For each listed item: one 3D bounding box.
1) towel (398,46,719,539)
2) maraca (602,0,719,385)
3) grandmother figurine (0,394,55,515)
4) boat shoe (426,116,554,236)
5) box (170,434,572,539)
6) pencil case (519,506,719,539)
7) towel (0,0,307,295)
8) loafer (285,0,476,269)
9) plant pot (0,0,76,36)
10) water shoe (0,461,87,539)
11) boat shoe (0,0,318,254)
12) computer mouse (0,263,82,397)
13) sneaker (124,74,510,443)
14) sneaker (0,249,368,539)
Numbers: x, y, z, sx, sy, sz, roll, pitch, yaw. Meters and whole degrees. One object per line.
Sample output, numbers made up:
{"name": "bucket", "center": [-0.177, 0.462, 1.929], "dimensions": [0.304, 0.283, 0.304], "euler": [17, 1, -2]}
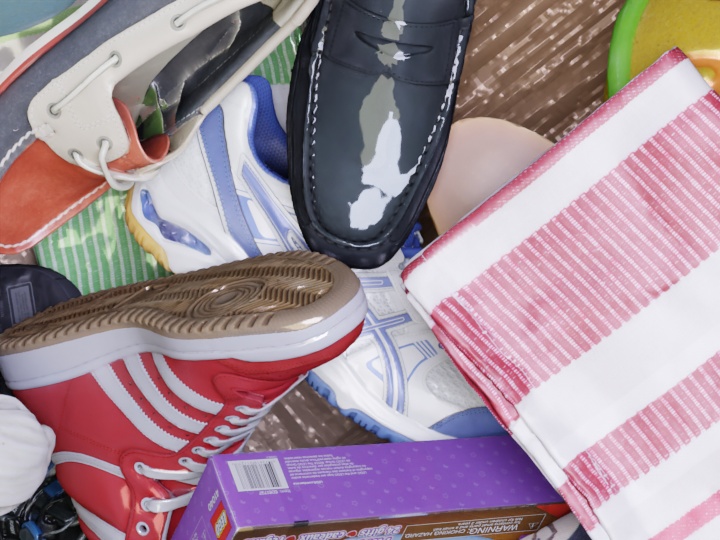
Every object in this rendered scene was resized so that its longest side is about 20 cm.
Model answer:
{"name": "towel", "center": [0.126, 0.036, 1.083], "dimensions": [0.144, 0.023, 0.200], "euler": [-39, 84, 9]}
{"name": "maraca", "center": [0.163, -0.030, 1.141], "dimensions": [0.107, 0.137, 0.201], "euler": [-34, 70, 55]}
{"name": "grandmother figurine", "center": [-0.177, 0.025, 1.168], "dimensions": [0.060, 0.200, 0.122], "euler": [-18, 137, -16]}
{"name": "boat shoe", "center": [0.103, 0.013, 1.200], "dimensions": [0.070, 0.070, 0.200], "euler": [-45, 93, 5]}
{"name": "box", "center": [0.013, 0.125, 1.183], "dimensions": [0.199, 0.039, 0.137], "euler": [-2, 140, -27]}
{"name": "pencil case", "center": [0.104, 0.135, 1.142], "dimensions": [0.200, 0.078, 0.090], "euler": [-28, 125, 5]}
{"name": "towel", "center": [-0.084, -0.065, 1.234], "dimensions": [0.152, 0.023, 0.201], "euler": [-12, 104, 13]}
{"name": "loafer", "center": [0.011, -0.101, 1.142], "dimensions": [0.068, 0.070, 0.201], "euler": [11, 78, -1]}
{"name": "plant pot", "center": [-0.162, -0.171, 1.139], "dimensions": [0.199, 0.200, 0.135], "euler": [2, 124, 9]}
{"name": "water shoe", "center": [-0.127, 0.101, 1.259], "dimensions": [0.199, 0.079, 0.072], "euler": [7, 107, 7]}
{"name": "boat shoe", "center": [-0.092, -0.071, 1.154], "dimensions": [0.200, 0.071, 0.063], "euler": [-45, 57, 22]}
{"name": "computer mouse", "center": [-0.217, 0.024, 1.265], "dimensions": [0.199, 0.046, 0.141], "euler": [-18, 73, 4]}
{"name": "sneaker", "center": [0.000, 0.000, 1.186], "dimensions": [0.200, 0.075, 0.088], "euler": [36, 108, -1]}
{"name": "sneaker", "center": [-0.058, 0.060, 1.151], "dimensions": [0.200, 0.071, 0.113], "euler": [-9, 108, 46]}
